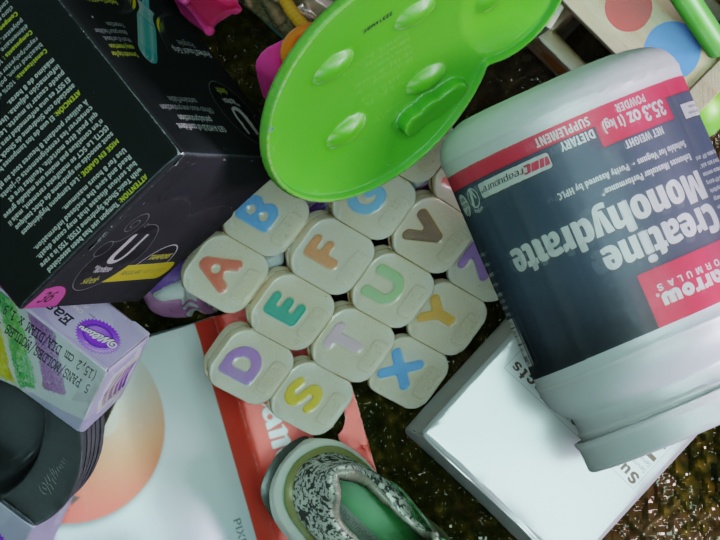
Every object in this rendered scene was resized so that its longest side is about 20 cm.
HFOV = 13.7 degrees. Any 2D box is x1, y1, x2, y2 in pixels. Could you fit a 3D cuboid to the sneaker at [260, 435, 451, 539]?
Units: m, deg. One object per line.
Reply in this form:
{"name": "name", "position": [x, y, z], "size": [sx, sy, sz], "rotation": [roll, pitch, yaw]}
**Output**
{"name": "sneaker", "position": [0.032, 0.175, 1.735], "size": [0.200, 0.089, 0.077], "rotation": [39, 77, -12]}

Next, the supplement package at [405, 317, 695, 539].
{"name": "supplement package", "position": [0.138, 0.061, 1.739], "size": [0.120, 0.121, 0.200], "rotation": [43, 86, -2]}

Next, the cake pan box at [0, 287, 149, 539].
{"name": "cake pan box", "position": [-0.227, 0.054, 1.669], "size": [0.200, 0.052, 0.184], "rotation": [37, 131, 9]}

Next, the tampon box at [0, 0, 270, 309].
{"name": "tampon box", "position": [-0.163, -0.094, 1.583], "size": [0.126, 0.150, 0.200], "rotation": [-42, 76, 17]}

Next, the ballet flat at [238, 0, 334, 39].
{"name": "ballet flat", "position": [-0.063, -0.187, 1.721], "size": [0.200, 0.065, 0.071], "rotation": [28, 48, -29]}

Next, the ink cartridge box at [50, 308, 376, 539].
{"name": "ink cartridge box", "position": [-0.094, 0.112, 1.754], "size": [0.200, 0.050, 0.162], "rotation": [-16, 92, -2]}

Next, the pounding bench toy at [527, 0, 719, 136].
{"name": "pounding bench toy", "position": [0.169, -0.154, 1.705], "size": [0.124, 0.200, 0.156], "rotation": [-45, 93, -5]}

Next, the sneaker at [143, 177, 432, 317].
{"name": "sneaker", "position": [-0.048, -0.045, 1.750], "size": [0.200, 0.080, 0.089], "rotation": [-30, 86, -10]}

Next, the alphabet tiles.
{"name": "alphabet tiles", "position": [0.000, 0.000, 1.722], "size": [0.196, 0.015, 0.200], "rotation": [31, 100, -35]}

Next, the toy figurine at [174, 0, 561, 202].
{"name": "toy figurine", "position": [-0.021, -0.163, 1.595], "size": [0.200, 0.150, 0.184], "rotation": [-35, 56, -15]}

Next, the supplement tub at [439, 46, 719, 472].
{"name": "supplement tub", "position": [0.140, -0.007, 1.611], "size": [0.140, 0.140, 0.200], "rotation": [-23, 88, -5]}
